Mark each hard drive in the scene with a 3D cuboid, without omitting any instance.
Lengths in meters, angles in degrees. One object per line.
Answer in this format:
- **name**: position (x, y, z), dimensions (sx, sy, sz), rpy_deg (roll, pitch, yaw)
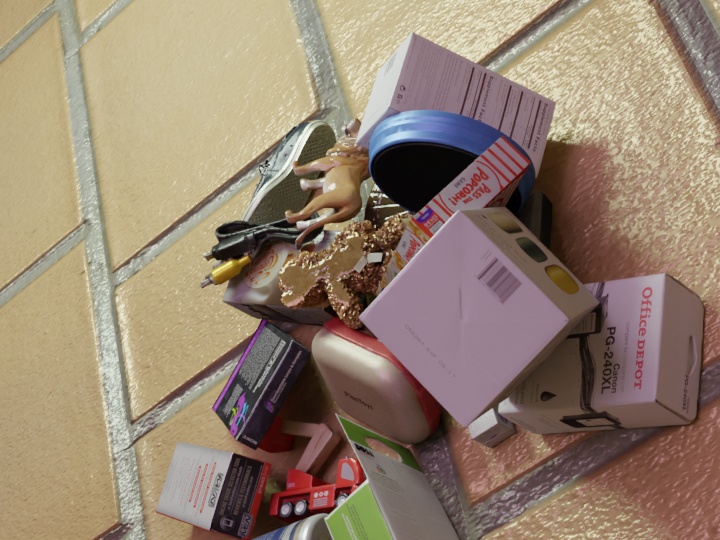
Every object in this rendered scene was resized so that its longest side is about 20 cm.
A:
- **hard drive**: position (0.159, -0.005, 1.608), dimensions (0.139, 0.033, 0.200), rpy_deg (-35, 17, 24)

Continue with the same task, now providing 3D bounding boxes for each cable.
- **cable**: position (-0.129, -0.040, 1.854), dimensions (0.199, 0.050, 0.098), rpy_deg (-18, 37, 21)

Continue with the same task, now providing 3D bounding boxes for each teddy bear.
- **teddy bear**: position (0.000, 0.000, 1.684), dimensions (0.199, 0.067, 0.146), rpy_deg (-33, 56, 7)

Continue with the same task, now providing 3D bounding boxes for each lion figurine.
- **lion figurine**: position (-0.026, -0.106, 1.772), dimensions (0.121, 0.073, 0.201), rpy_deg (-10, 45, 11)

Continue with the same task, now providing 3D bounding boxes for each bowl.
- **bowl**: position (0.103, -0.113, 1.620), dimensions (0.200, 0.200, 0.040), rpy_deg (-5, 57, 40)

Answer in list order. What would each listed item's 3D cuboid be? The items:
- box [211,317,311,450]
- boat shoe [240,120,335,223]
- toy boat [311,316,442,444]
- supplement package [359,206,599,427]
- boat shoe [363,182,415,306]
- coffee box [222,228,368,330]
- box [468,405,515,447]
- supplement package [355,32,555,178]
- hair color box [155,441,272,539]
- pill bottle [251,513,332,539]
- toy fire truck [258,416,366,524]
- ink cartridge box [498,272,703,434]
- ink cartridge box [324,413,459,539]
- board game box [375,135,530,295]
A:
- **box**: position (-0.131, 0.144, 1.798), dimensions (0.144, 0.036, 0.200), rpy_deg (-60, 15, -2)
- **boat shoe**: position (-0.109, -0.126, 1.959), dimensions (0.062, 0.074, 0.201), rpy_deg (24, 81, 51)
- **toy boat**: position (0.036, 0.113, 1.684), dimensions (0.131, 0.131, 0.199), rpy_deg (-40, 38, -24)
- **supplement package**: position (0.126, 0.040, 1.406), dimensions (0.152, 0.200, 0.151), rpy_deg (46, 105, 10)
- **boat shoe**: position (0.048, -0.035, 1.747), dimensions (0.074, 0.066, 0.202), rpy_deg (2, 82, 36)
- **coffee box**: position (-0.077, 0.009, 1.850), dimensions (0.199, 0.080, 0.115), rpy_deg (5, 72, 44)
- **box**: position (0.130, 0.112, 1.635), dimensions (0.041, 0.039, 0.201), rpy_deg (-37, 48, 24)
- **supplement package**: position (0.114, -0.176, 1.662), dimensions (0.114, 0.199, 0.110), rpy_deg (-39, 31, 62)
- **hair color box**: position (-0.190, 0.280, 1.778), dimensions (0.200, 0.061, 0.102), rpy_deg (-4, 67, 64)
- **pill bottle**: position (-0.103, 0.371, 1.659), dimensions (0.199, 0.111, 0.112), rpy_deg (-26, 53, 30)
- **toy fire truck**: position (-0.059, 0.244, 1.731), dimensions (0.199, 0.049, 0.142), rpy_deg (-15, 58, 36)
- **ink cartridge box**: position (0.258, 0.092, 1.496), dimensions (0.199, 0.083, 0.146), rpy_deg (-10, 61, 40)
- **ink cartridge box**: position (0.029, 0.276, 1.564), dimensions (0.076, 0.147, 0.201), rpy_deg (-45, 45, 16)
- **board game box**: position (0.099, -0.045, 1.537), dimensions (0.046, 0.200, 0.151), rpy_deg (44, 67, 10)
